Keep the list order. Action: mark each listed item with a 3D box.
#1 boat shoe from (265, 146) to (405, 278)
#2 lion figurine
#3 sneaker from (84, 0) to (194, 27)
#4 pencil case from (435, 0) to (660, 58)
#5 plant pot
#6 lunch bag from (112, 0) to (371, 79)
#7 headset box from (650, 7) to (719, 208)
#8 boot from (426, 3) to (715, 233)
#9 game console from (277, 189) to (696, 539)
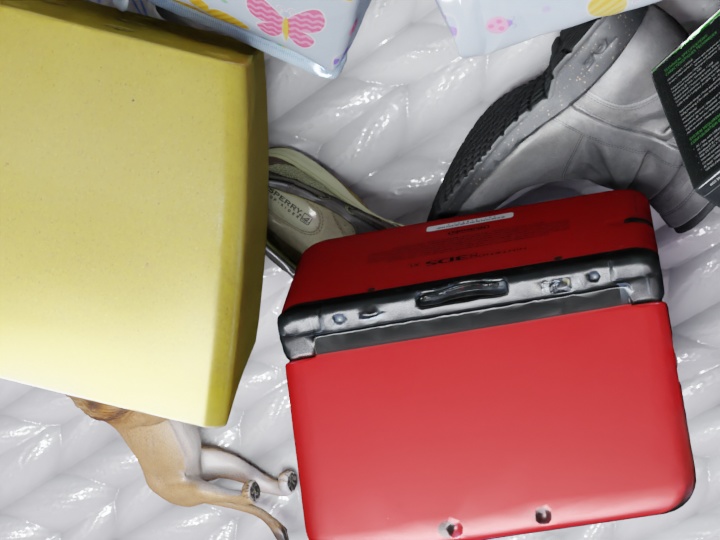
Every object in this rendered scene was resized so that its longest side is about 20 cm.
[{"bbox_3d":[0.000,0.000,1.067,0.200,0.065,0.073,31,117,14],"label":"boat shoe"},{"bbox_3d":[-0.127,0.108,1.188,0.122,0.073,0.201,-4,123,26],"label":"lion figurine"},{"bbox_3d":[-0.140,-0.206,1.016,0.086,0.075,0.201,-8,124,9],"label":"sneaker"},{"bbox_3d":[0.127,-0.176,0.928,0.199,0.091,0.083,-14,137,12],"label":"pencil case"},{"bbox_3d":[-0.141,-0.047,0.960,0.199,0.200,0.177,13,101,-1],"label":"plant pot"},{"bbox_3d":[-0.076,-0.203,0.880,0.199,0.128,0.170,25,155,3],"label":"lunch bag"},{"bbox_3d":[0.283,-0.083,0.914,0.200,0.093,0.174,26,127,-33],"label":"headset box"},{"bbox_3d":[0.136,-0.058,1.024,0.131,0.070,0.200,35,127,-13],"label":"boot"},{"bbox_3d":[0.066,0.049,0.957,0.199,0.172,0.119,-9,110,9],"label":"game console"}]
